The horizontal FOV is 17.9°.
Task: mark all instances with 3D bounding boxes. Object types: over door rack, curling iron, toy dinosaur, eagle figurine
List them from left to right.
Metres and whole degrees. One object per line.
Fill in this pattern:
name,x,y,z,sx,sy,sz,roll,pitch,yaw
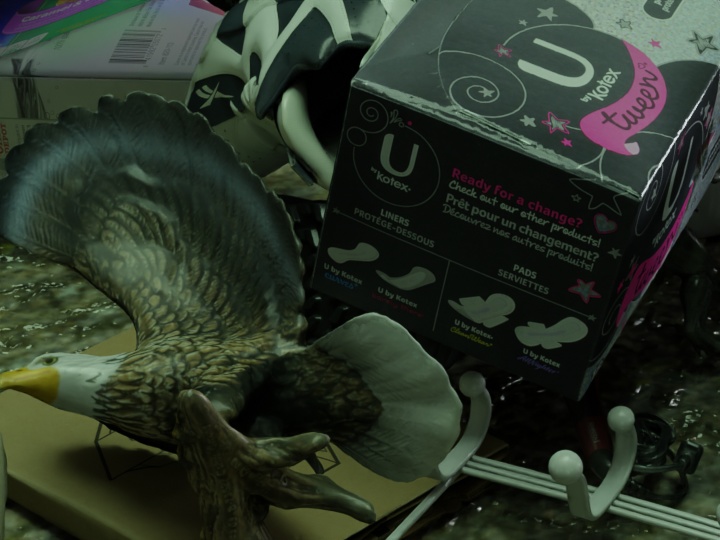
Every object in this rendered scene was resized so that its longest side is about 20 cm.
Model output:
eagle figurine,-0.069,0.035,0.878,0.151,0.152,0.200,35,13,-27
over door rack,0.068,0.112,0.872,0.148,0.067,0.200,13,38,23
curling iron,0.107,0.052,1.049,0.049,0.026,0.200,14,20,-17
toy dinosaur,0.150,-0.005,1.084,0.047,0.088,0.200,-25,31,46

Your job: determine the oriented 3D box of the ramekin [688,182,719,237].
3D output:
ramekin,0.159,-0.098,1.235,0.200,0.105,0.200,-1,29,1

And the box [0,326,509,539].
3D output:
box,-0.062,0.079,1.005,0.200,0.021,0.163,24,36,38

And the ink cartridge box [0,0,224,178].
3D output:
ink cartridge box,-0.152,-0.104,1.284,0.200,0.083,0.147,2,29,7

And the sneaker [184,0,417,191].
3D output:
sneaker,-0.031,-0.073,1.072,0.199,0.079,0.130,-32,28,38

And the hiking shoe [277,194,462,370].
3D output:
hiking shoe,0.000,0.000,1.076,0.101,0.076,0.200,2,15,-37

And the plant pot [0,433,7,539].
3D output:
plant pot,-0.233,0.089,0.852,0.183,0.201,0.200,1,26,-21

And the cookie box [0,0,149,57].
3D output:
cookie box,-0.126,-0.196,1.170,0.171,0.075,0.200,-27,-7,-37

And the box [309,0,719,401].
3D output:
box,0.083,-0.063,0.983,0.132,0.115,0.200,22,42,13

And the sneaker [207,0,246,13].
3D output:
sneaker,0.003,-0.151,1.162,0.199,0.114,0.076,7,60,-29
